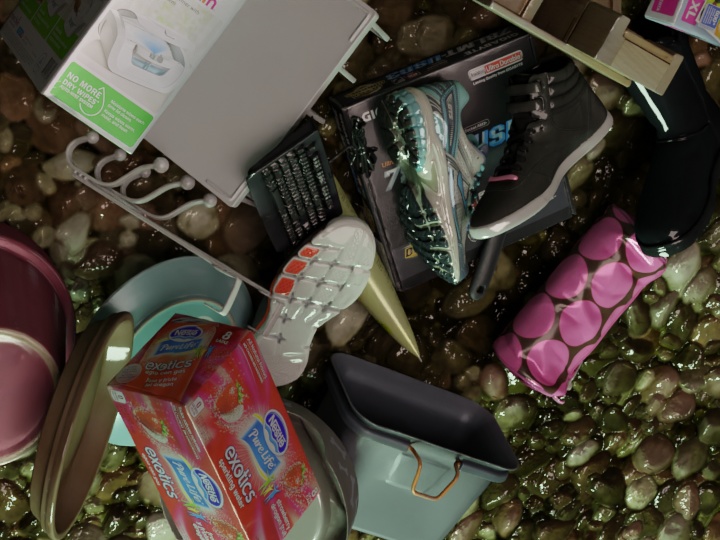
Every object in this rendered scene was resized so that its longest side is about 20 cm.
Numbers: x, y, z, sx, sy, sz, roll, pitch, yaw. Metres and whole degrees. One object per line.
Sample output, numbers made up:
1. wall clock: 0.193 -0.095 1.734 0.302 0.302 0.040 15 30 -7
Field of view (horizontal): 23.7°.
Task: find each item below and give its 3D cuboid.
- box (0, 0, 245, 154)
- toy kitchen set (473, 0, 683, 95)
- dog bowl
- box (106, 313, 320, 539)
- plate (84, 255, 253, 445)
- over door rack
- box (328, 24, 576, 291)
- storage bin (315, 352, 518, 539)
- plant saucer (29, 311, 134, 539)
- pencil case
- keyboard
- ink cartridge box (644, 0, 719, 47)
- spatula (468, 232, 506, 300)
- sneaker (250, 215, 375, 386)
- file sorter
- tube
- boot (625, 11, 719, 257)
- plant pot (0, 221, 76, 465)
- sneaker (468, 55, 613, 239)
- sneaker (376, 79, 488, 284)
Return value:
1. box: -0.194 -0.216 1.392 0.097 0.200 0.176 35 94 -29
2. toy kitchen set: 0.200 -0.285 1.514 0.163 0.200 0.180 23 101 -28
3. dog bowl: -0.092 0.208 1.625 0.200 0.059 0.200 9 114 22
4. box: -0.123 0.147 1.480 0.100 0.095 0.200 -49 134 -35
5. plate: -0.175 0.080 1.578 0.200 0.026 0.200 -23 131 -30
6. over door rack: -0.147 -0.038 1.459 0.067 0.200 0.148 -47 164 1
7. box: 0.091 -0.107 1.632 0.200 0.050 0.199 -23 118 -12
8. storage bin: 0.035 0.194 1.688 0.200 0.146 0.134 20 112 -26
9. plant saucer: -0.235 0.127 1.437 0.029 0.200 0.200 16 106 1
10. pencil case: 0.225 0.034 1.719 0.094 0.091 0.200 39 95 2
11. keyboard: -0.035 -0.081 1.476 0.127 0.021 0.200 -41 164 -7
12. ink cartridge box: 0.352 -0.273 1.624 0.200 0.042 0.119 7 105 -52
13. spatula: 0.146 -0.063 1.632 0.057 0.021 0.200 13 106 -34
14. sneaker: -0.056 0.015 1.589 0.077 0.082 0.200 24 121 -21
15. file sorter: -0.087 -0.170 1.473 0.139 0.125 0.200 38 95 11
16. tube: 0.000 0.000 1.628 0.052 0.058 0.200 -15 120 33
17. boot: 0.285 -0.134 1.643 0.168 0.076 0.200 54 49 -29
18. plant pot: -0.333 0.073 1.466 0.200 0.179 0.200 -8 114 -18
19. sneaker: 0.145 -0.119 1.557 0.200 0.071 0.099 -46 118 -28
20. sneaker: 0.084 -0.081 1.571 0.086 0.078 0.200 -25 120 -21
